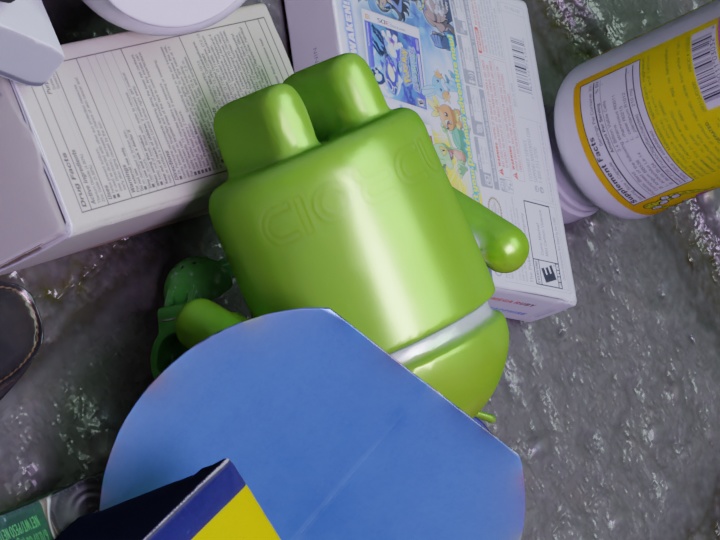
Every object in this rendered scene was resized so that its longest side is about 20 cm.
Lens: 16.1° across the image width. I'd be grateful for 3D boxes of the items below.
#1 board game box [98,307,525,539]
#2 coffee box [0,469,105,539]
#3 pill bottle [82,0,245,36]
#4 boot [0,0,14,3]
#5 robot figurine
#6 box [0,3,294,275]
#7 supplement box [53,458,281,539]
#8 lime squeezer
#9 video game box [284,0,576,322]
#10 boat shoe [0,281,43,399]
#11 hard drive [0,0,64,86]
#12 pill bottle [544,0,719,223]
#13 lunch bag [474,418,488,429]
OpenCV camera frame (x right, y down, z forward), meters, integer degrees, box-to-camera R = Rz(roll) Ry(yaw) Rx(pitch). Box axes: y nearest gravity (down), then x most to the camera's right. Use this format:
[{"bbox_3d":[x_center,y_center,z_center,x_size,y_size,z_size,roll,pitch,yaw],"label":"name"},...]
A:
[{"bbox_3d":[-0.022,0.105,1.194,0.200,0.158,0.039,37,11,-17],"label":"board game box"},{"bbox_3d":[-0.122,0.202,1.169,0.123,0.044,0.201,-18,86,-51],"label":"coffee box"},{"bbox_3d":[-0.100,-0.178,1.253,0.113,0.112,0.200,52,3,-17],"label":"pill bottle"},{"bbox_3d":[-0.149,-0.233,1.163,0.079,0.158,0.212,29,26,-28],"label":"boot"},{"bbox_3d":[0.000,0.000,1.238,0.175,0.115,0.201,-27,96,-31],"label":"robot figurine"},{"bbox_3d":[-0.118,-0.067,1.277,0.199,0.077,0.096,-17,85,-51],"label":"box"},{"bbox_3d":[-0.067,0.204,1.109,0.201,0.108,0.109,59,40,-10],"label":"supplement box"},{"bbox_3d":[-0.083,0.040,1.309,0.071,0.037,0.201,71,25,-49],"label":"lime squeezer"},{"bbox_3d":[0.041,-0.078,1.487,0.181,0.047,0.202,13,63,-47],"label":"video game box"},{"bbox_3d":[-0.205,0.046,1.127,0.200,0.073,0.075,-25,92,-51],"label":"boat shoe"},{"bbox_3d":[-0.220,-0.177,1.190,0.131,0.027,0.201,21,31,-41],"label":"hard drive"},{"bbox_3d":[0.189,-0.095,1.540,0.104,0.199,0.105,23,56,-40],"label":"pill bottle"},{"bbox_3d":[0.004,0.158,1.307,0.160,0.082,0.202,23,55,-36],"label":"lunch bag"}]
